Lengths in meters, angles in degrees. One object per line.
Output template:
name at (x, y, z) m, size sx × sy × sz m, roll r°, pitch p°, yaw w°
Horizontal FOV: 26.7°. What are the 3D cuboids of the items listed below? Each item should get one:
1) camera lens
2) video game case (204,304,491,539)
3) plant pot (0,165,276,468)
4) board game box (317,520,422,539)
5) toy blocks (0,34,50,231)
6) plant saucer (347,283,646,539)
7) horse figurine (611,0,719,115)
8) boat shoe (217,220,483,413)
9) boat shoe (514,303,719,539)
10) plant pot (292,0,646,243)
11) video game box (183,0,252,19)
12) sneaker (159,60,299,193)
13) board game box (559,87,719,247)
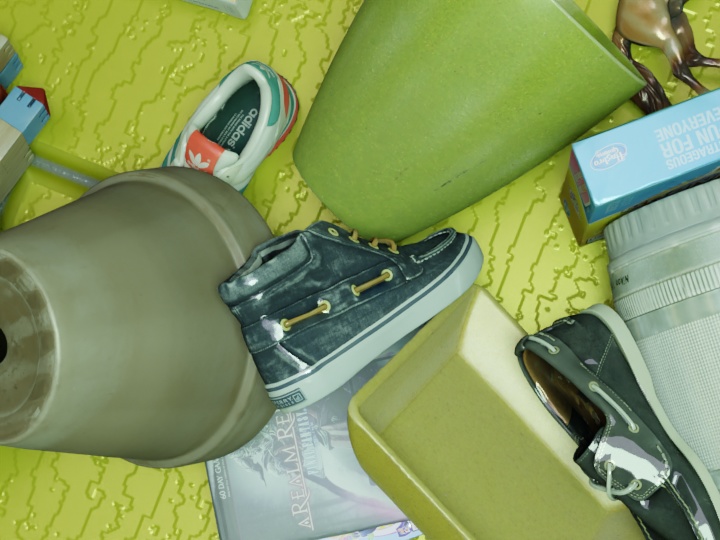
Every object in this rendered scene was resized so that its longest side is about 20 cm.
camera lens at (0.253, 0.046, 0.966) m, size 0.159 × 0.160 × 0.202 m, roll -17°, pitch 83°, yaw 4°
video game case at (-0.010, 0.103, 1.023) m, size 0.198 × 0.019 × 0.144 m, roll -12°, pitch 83°, yaw 3°
plant pot at (-0.169, 0.036, 0.953) m, size 0.199 × 0.173 × 0.202 m, roll 4°, pitch 96°, yaw 35°
board game box at (-0.036, 0.103, 1.052) m, size 0.133 × 0.034 × 0.202 m, roll -20°, pitch 83°, yaw 3°
toy blocks at (-0.299, -0.123, 1.080) m, size 0.199 × 0.100 × 0.137 m, roll 33°, pitch 77°, yaw 8°
plant saucer at (0.088, 0.125, 0.934) m, size 0.200 × 0.200 × 0.048 m, roll 47°, pitch 124°, yaw 2°
horse figurine at (0.233, -0.193, 1.045) m, size 0.132 × 0.050 × 0.201 m, roll 35°, pitch 95°, yaw 20°
boat shoe at (0.000, 0.000, 0.950) m, size 0.071 × 0.200 × 0.091 m, roll -18°, pitch 104°, yaw 46°
boat shoe at (0.162, 0.119, 0.928) m, size 0.067 × 0.072 × 0.201 m, roll -16°, pitch 67°, yaw -27°
plant pot at (0.053, -0.118, 1.005) m, size 0.200 × 0.187 × 0.187 m, roll -45°, pitch 82°, yaw 15°
video game box at (-0.141, -0.304, 1.099) m, size 0.181 × 0.047 × 0.202 m, roll 16°, pitch 86°, yaw 9°
sneaker at (-0.117, -0.061, 1.047) m, size 0.070 × 0.093 × 0.201 m, roll 34°, pitch 88°, yaw 8°
board game box at (0.206, -0.070, 0.963) m, size 0.152 × 0.200 × 0.041 m, roll -20°, pitch 82°, yaw 4°
